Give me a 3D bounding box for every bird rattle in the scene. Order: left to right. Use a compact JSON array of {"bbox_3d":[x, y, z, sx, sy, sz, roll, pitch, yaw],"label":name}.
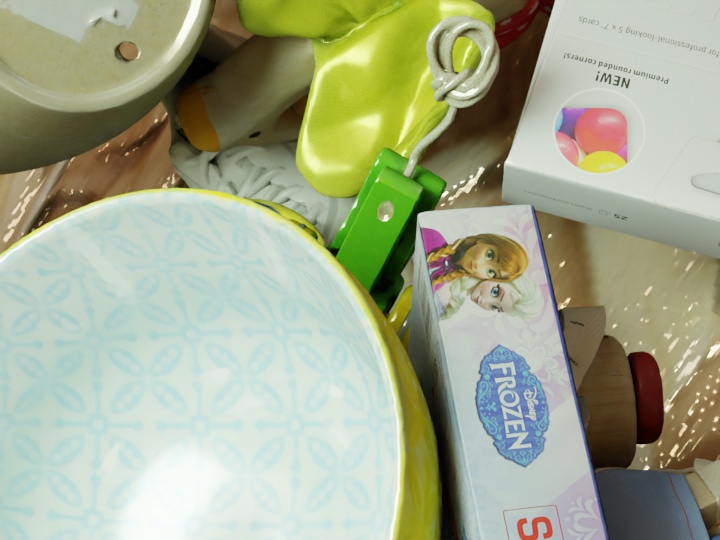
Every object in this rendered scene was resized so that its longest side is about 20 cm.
[{"bbox_3d":[0.017,-0.098,1.124,0.163,0.200,0.113,-27,92,40],"label":"bird rattle"}]

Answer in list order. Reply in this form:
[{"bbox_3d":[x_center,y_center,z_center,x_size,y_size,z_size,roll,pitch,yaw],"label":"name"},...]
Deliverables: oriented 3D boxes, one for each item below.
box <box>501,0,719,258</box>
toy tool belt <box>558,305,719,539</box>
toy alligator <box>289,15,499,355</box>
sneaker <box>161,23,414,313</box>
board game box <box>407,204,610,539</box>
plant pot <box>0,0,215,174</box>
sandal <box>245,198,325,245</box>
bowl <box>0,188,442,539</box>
[{"bbox_3d":[0.149,-0.100,1.038,0.156,0.041,0.200,15,70,6],"label":"box"},{"bbox_3d":[0.129,0.103,0.956,0.123,0.125,0.200,-6,55,-6],"label":"toy tool belt"},{"bbox_3d":[0.000,0.000,1.023,0.200,0.059,0.054,-62,-4,15],"label":"toy alligator"},{"bbox_3d":[-0.036,-0.029,1.197,0.075,0.081,0.200,-42,45,12],"label":"sneaker"},{"bbox_3d":[0.047,0.118,0.956,0.041,0.200,0.200,-5,52,-6],"label":"board game box"},{"bbox_3d":[-0.127,-0.115,1.094,0.187,0.187,0.200,-58,21,-3],"label":"plant pot"},{"bbox_3d":[-0.041,0.069,1.089,0.080,0.087,0.200,123,143,-67],"label":"sandal"},{"bbox_3d":[-0.050,0.085,0.953,0.200,0.108,0.201,-10,68,26],"label":"bowl"}]
